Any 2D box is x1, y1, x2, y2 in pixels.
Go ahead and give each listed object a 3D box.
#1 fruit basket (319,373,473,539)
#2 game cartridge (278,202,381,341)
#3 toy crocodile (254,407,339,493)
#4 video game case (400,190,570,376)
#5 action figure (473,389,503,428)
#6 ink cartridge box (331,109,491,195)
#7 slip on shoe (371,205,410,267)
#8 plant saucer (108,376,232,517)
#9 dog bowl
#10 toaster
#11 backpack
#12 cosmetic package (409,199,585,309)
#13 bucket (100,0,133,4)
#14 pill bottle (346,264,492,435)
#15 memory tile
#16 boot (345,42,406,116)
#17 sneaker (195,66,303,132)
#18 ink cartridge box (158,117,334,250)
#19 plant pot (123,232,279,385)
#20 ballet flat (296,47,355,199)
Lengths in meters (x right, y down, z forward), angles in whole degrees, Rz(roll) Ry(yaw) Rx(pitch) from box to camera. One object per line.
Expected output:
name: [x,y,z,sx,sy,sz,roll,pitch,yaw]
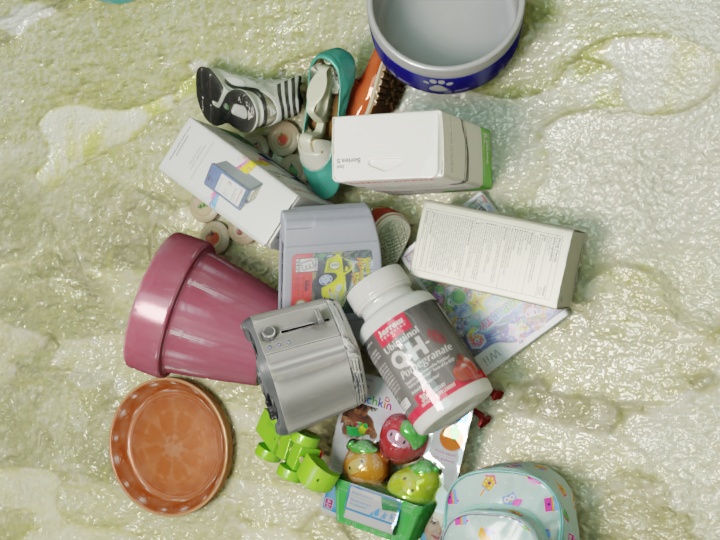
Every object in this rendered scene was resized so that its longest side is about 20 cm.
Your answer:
fruit basket: [0.041,0.248,1.599,0.185,0.094,0.200,15,101,24]
game cartridge: [-0.040,0.009,1.590,0.133,0.041,0.200,-7,121,-16]
toy crocodile: [-0.090,0.237,1.645,0.200,0.062,0.068,28,98,61]
video game case: [0.160,0.018,1.603,0.143,0.018,0.200,-38,75,17]
action figure: [0.088,0.133,1.617,0.200,0.052,0.066,29,105,23]
ink cartridge box: [0.068,-0.146,1.547,0.145,0.200,0.084,-1,88,23]
slip on shoe: [0.000,0.000,1.653,0.200,0.074,0.061,-60,31,19]
plant saucer: [-0.273,0.254,1.772,0.200,0.032,0.201,-1,88,24]
dog bowl: [0.109,-0.330,1.565,0.200,0.079,0.200,-1,74,4]
toaster: [-0.067,0.125,1.558,0.129,0.200,0.114,-18,50,-7]
backpack: [0.183,0.338,1.517,0.176,0.153,0.200,-4,80,28]
cosmetic package: [0.172,-0.021,1.550,0.200,0.073,0.104,14,94,22]
bucket: [-0.384,-0.490,1.783,0.207,0.135,0.208,0,89,22]
pill bottle: [0.068,0.095,1.531,0.111,0.111,0.200,-38,73,17]
memory tile: [-0.158,-0.116,1.742,0.200,0.017,0.154,-19,81,22]
boot: [-0.007,-0.233,1.654,0.107,0.075,0.200,27,100,26]
sneaker: [-0.148,-0.242,1.717,0.200,0.115,0.076,34,129,51]
ink cartridge box: [-0.147,-0.110,1.650,0.200,0.145,0.088,38,101,20]
plant pot: [-0.201,0.068,1.671,0.179,0.200,0.200,19,96,7]
ballet flat: [-0.054,-0.193,1.608,0.067,0.070,0.200,15,102,34]
